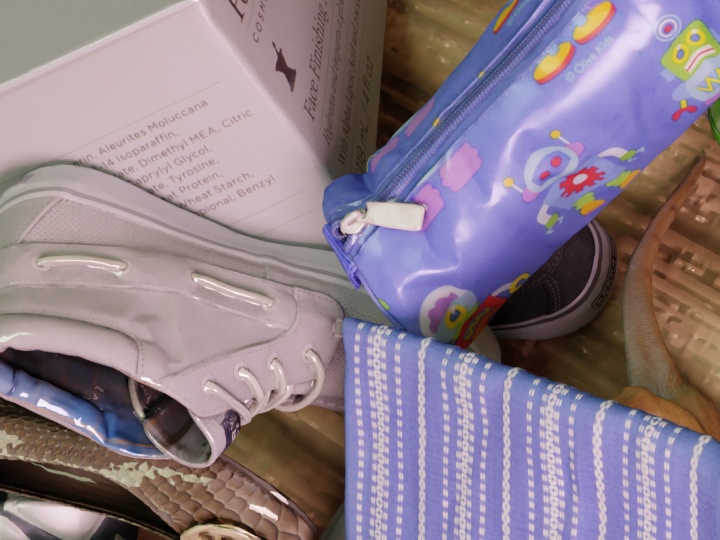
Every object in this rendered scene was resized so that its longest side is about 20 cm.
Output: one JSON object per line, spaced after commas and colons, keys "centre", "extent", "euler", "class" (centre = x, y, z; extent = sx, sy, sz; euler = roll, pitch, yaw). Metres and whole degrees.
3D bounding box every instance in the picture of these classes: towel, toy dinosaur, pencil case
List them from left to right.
{"centre": [0.057, 0.106, 0.930], "extent": [0.199, 0.024, 0.146], "euler": [18, 113, 47], "class": "towel"}
{"centre": [0.066, -0.058, 0.981], "extent": [0.200, 0.087, 0.078], "euler": [-46, 62, 23], "class": "pencil case"}
{"centre": [0.107, 0.053, 1.011], "extent": [0.060, 0.106, 0.201], "euler": [-46, 54, 39], "class": "toy dinosaur"}

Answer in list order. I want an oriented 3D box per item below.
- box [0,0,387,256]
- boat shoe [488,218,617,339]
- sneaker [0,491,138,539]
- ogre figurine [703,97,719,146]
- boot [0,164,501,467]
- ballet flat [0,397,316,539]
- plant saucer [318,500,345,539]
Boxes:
{"centre": [-0.103, -0.085, 1.124], "extent": [0.199, 0.131, 0.200], "euler": [-22, 38, 22], "class": "box"}
{"centre": [0.000, 0.000, 1.106], "extent": [0.199, 0.066, 0.070], "euler": [-1, 72, 35], "class": "boat shoe"}
{"centre": [-0.188, 0.143, 1.137], "extent": [0.080, 0.198, 0.131], "euler": [-123, 34, -74], "class": "sneaker"}
{"centre": [0.186, -0.026, 0.973], "extent": [0.119, 0.098, 0.201], "euler": [-17, 77, 9], "class": "ogre figurine"}
{"centre": [-0.045, 0.038, 1.029], "extent": [0.074, 0.199, 0.096], "euler": [119, 164, -44], "class": "boot"}
{"centre": [-0.111, 0.077, 1.069], "extent": [0.199, 0.068, 0.047], "euler": [18, 63, 19], "class": "ballet flat"}
{"centre": [0.043, 0.137, 1.034], "extent": [0.199, 0.050, 0.201], "euler": [-13, 66, 30], "class": "plant saucer"}
